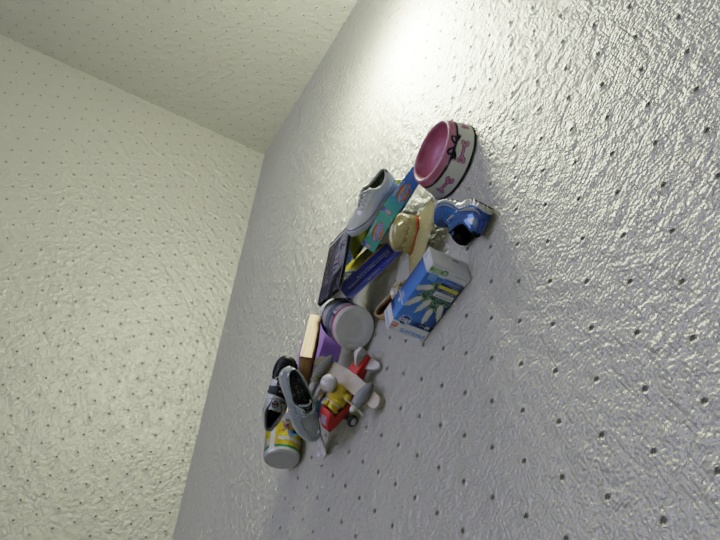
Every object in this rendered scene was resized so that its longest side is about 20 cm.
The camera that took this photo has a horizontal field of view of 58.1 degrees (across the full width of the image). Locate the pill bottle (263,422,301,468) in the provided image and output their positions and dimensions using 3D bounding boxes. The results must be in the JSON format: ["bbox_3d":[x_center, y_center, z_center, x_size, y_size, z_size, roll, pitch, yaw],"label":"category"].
[{"bbox_3d":[-0.233,0.487,1.977,0.113,0.111,0.203,-51,28,39],"label":"pill bottle"}]

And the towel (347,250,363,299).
[{"bbox_3d":[-0.043,0.026,2.015,0.111,0.048,0.204,15,85,69],"label":"towel"}]

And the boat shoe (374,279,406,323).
[{"bbox_3d":[0.101,0.066,1.581,0.201,0.068,0.075,-53,26,37],"label":"boat shoe"}]

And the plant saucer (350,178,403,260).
[{"bbox_3d":[0.032,-0.154,1.834,0.201,0.047,0.201,-56,-3,-26],"label":"plant saucer"}]

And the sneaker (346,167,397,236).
[{"bbox_3d":[0.018,-0.184,1.704,0.072,0.071,0.202,17,67,46],"label":"sneaker"}]

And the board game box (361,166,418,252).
[{"bbox_3d":[0.087,-0.163,1.728,0.201,0.045,0.153,-55,-3,-37],"label":"board game box"}]

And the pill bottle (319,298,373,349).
[{"bbox_3d":[-0.047,0.142,1.817,0.122,0.117,0.200,-69,20,0],"label":"pill bottle"}]

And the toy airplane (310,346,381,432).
[{"bbox_3d":[-0.040,0.283,1.631,0.198,0.140,0.203,-29,55,32],"label":"toy airplane"}]

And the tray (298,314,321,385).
[{"bbox_3d":[-0.138,0.216,1.756,0.201,0.036,0.101,-84,2,-62],"label":"tray"}]

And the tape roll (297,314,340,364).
[{"bbox_3d":[-0.127,0.243,2.003,0.201,0.064,0.203,-53,25,39],"label":"tape roll"}]

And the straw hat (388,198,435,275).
[{"bbox_3d":[0.115,-0.092,1.608,0.201,0.083,0.206,-165,89,-84],"label":"straw hat"}]

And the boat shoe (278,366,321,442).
[{"bbox_3d":[-0.148,0.340,1.634,0.071,0.069,0.205,-20,93,64],"label":"boat shoe"}]

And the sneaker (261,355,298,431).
[{"bbox_3d":[-0.209,0.326,1.686,0.089,0.072,0.205,-108,32,-78],"label":"sneaker"}]

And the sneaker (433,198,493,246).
[{"bbox_3d":[0.214,-0.106,1.444,0.091,0.077,0.199,-68,20,-5],"label":"sneaker"}]

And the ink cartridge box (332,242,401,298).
[{"bbox_3d":[0.000,0.000,1.812,0.197,0.047,0.199,-42,10,-19],"label":"ink cartridge box"}]

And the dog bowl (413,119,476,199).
[{"bbox_3d":[0.206,-0.288,1.639,0.201,0.073,0.203,-52,26,38],"label":"dog bowl"}]

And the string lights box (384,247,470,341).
[{"bbox_3d":[0.144,0.056,1.432,0.202,0.101,0.060,-57,24,30],"label":"string lights box"}]

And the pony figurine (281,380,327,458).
[{"bbox_3d":[-0.136,0.389,1.760,0.201,0.164,0.195,-50,-29,-28],"label":"pony figurine"}]

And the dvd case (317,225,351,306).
[{"bbox_3d":[-0.070,-0.016,1.803,0.148,0.016,0.204,-40,34,56],"label":"dvd case"}]
